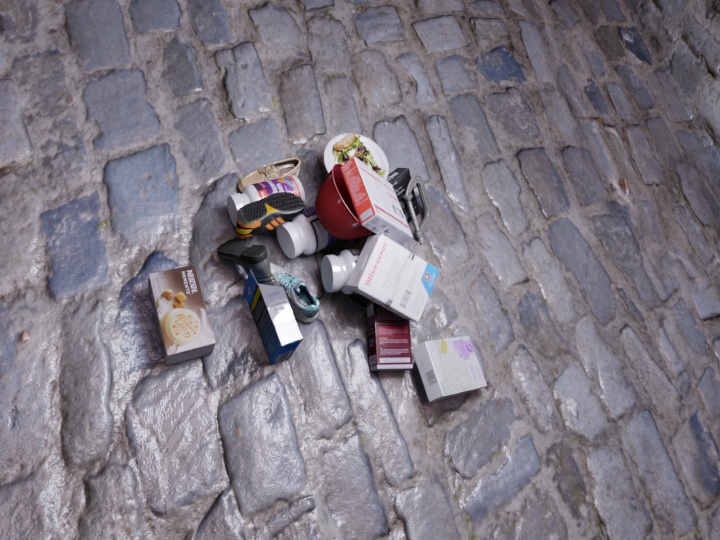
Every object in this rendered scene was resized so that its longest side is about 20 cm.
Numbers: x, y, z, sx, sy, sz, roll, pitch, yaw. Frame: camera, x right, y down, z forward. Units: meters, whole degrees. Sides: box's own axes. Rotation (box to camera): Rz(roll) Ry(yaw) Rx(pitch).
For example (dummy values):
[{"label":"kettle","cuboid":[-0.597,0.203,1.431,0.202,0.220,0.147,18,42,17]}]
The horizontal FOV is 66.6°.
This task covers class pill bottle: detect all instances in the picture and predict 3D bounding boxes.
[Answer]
[{"label":"pill bottle","cuboid":[-0.124,-0.115,1.507,0.197,0.116,0.117,-26,76,-30]},{"label":"pill bottle","cuboid":[-0.256,-0.184,1.490,0.196,0.112,0.114,-19,72,-29]},{"label":"pill bottle","cuboid":[0.000,0.000,1.465,0.194,0.117,0.120,-6,67,-24]}]

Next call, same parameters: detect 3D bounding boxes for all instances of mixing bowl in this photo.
[{"label":"mixing bowl","cuboid":[-0.046,-0.157,1.409,0.200,0.107,0.203,44,26,-28]}]

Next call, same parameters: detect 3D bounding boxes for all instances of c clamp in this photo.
[{"label":"c clamp","cuboid":[0.170,-0.177,1.647,0.171,0.026,0.205,-45,127,-42]}]

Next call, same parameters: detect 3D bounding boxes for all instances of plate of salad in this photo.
[{"label":"plate of salad","cuboid":[-0.008,-0.315,1.563,0.194,0.048,0.206,8,62,-15]}]

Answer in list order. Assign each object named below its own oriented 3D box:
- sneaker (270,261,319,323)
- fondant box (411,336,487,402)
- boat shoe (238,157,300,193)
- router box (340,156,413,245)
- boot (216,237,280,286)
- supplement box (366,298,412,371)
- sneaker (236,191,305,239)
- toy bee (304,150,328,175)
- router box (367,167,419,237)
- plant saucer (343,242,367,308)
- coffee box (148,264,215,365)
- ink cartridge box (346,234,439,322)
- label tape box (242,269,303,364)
[{"label":"sneaker","cuboid":[-0.177,0.041,1.426,0.199,0.087,0.078,42,56,2]},{"label":"fondant box","cuboid":[0.240,0.260,1.469,0.196,0.058,0.148,1,63,-45]},{"label":"boat shoe","cuboid":[-0.259,-0.275,1.562,0.197,0.065,0.072,-30,78,-31]},{"label":"router box","cuboid":[0.045,-0.173,1.416,0.198,0.048,0.183,24,40,-54]},{"label":"boot","cuboid":[-0.286,-0.003,1.401,0.067,0.197,0.134,-38,126,-33]},{"label":"supplement box","cuboid":[0.075,0.161,1.464,0.106,0.061,0.207,3,75,-21]},{"label":"sneaker","cuboid":[-0.235,-0.139,1.422,0.197,0.091,0.071,-22,63,-34]},{"label":"toy bee","cuboid":[-0.059,-0.282,1.619,0.203,0.129,0.108,58,16,5]},{"label":"router box","cuboid":[0.086,-0.191,1.618,0.199,0.050,0.153,-39,125,-34]},{"label":"plant saucer","cuboid":[0.021,0.020,1.550,0.194,0.032,0.206,9,61,-17]},{"label":"coffee box","cuboid":[-0.425,0.104,1.298,0.111,0.080,0.205,-11,70,-26]},{"label":"ink cartridge box","cuboid":[0.083,0.019,1.395,0.197,0.084,0.149,30,80,-22]},{"label":"label tape box","cuboid":[-0.217,0.107,1.342,0.062,0.145,0.204,-16,72,-27]}]
